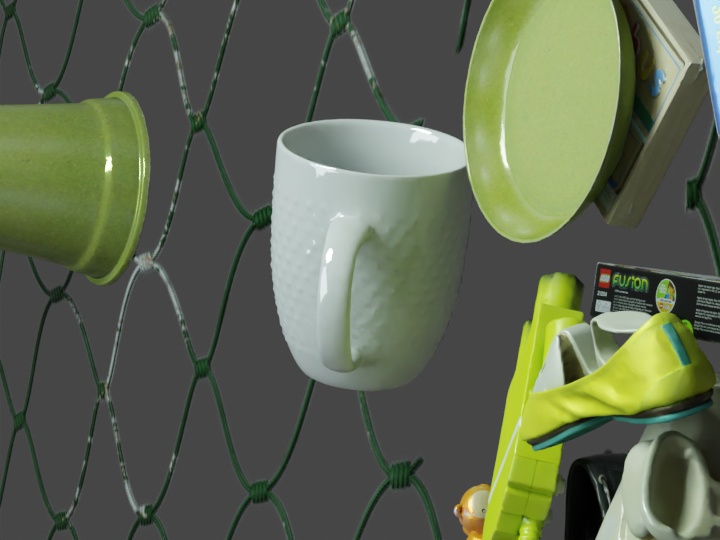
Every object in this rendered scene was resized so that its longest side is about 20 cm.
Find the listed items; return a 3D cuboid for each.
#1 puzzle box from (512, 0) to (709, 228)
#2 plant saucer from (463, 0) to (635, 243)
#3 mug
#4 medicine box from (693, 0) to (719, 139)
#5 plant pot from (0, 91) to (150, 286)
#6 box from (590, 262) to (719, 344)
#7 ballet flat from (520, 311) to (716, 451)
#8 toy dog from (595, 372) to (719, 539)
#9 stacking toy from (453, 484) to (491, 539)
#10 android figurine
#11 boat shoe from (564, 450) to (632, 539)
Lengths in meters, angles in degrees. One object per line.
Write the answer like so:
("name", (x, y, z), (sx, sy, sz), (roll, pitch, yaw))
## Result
("puzzle box", (0.166, -0.141, 1.593), (0.133, 0.025, 0.200), (-66, 32, 31))
("plant saucer", (0.131, -0.117, 1.595), (0.200, 0.031, 0.201), (-19, 69, 60))
("mug", (0.000, 0.000, 1.725), (0.200, 0.147, 0.176), (-58, -26, -69))
("medicine box", (0.279, -0.167, 1.220), (0.200, 0.103, 0.183), (-21, 64, 33))
("plant pot", (-0.334, -0.091, 2.385), (0.200, 0.184, 0.201), (-18, 70, 61))
("box", (0.230, 0.026, 1.344), (0.200, 0.110, 0.035), (11, 94, 62))
("ballet flat", (0.143, 0.060, 1.373), (0.067, 0.067, 0.200), (68, 158, 1))
("toy dog", (0.175, 0.172, 1.397), (0.194, 0.139, 0.200), (-100, 30, -45))
("stacking toy", (0.080, 0.244, 1.606), (0.110, 0.116, 0.201), (-23, 58, 62))
("android figurine", (0.116, 0.107, 1.551), (0.182, 0.041, 0.201), (103, 178, -57))
("boat shoe", (0.152, 0.214, 1.516), (0.069, 0.056, 0.201), (2, 86, 63))
